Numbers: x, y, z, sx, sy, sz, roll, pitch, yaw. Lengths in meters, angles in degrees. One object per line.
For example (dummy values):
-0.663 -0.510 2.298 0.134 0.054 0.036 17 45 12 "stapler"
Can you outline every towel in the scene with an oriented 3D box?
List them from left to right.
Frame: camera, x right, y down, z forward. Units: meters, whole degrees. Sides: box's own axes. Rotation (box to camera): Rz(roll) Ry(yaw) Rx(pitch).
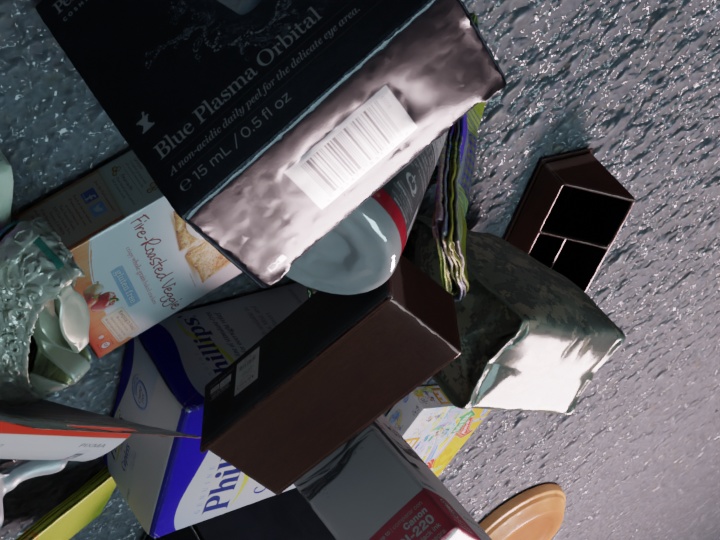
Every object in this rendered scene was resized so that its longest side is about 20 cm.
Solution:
-0.285 0.240 1.155 0.200 0.018 0.086 -38 165 -53 "towel"
0.080 -0.087 1.030 0.023 0.201 0.144 4 157 11 "towel"

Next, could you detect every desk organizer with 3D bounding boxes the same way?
-0.024 0.075 0.973 0.077 0.072 0.200 38 117 -26 "desk organizer"
0.195 -0.019 1.326 0.071 0.077 0.201 -15 142 -34 "desk organizer"

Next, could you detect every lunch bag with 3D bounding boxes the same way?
0.108 0.030 1.184 0.163 0.200 0.118 9 121 -47 "lunch bag"

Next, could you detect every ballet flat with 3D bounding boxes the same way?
-0.214 0.045 0.884 0.071 0.072 0.200 -23 153 -23 "ballet flat"

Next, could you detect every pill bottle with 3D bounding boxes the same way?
0.001 -0.092 0.920 0.111 0.110 0.201 91 17 -53 "pill bottle"

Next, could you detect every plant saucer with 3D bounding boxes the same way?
0.230 0.398 1.951 0.199 0.038 0.201 -26 147 -18 "plant saucer"

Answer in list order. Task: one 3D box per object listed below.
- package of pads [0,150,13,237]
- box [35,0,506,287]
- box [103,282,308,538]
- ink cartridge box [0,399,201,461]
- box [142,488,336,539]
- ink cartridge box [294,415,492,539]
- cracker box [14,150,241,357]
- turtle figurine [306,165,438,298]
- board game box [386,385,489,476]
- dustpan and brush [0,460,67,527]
-0.309 0.007 0.843 0.154 0.068 0.201 -18 143 -31 "package of pads"
-0.056 -0.136 0.790 0.196 0.200 0.117 -40 150 3 "box"
-0.110 0.121 1.167 0.199 0.105 0.185 -14 141 -33 "box"
-0.244 0.124 0.959 0.162 0.199 0.057 12 89 -52 "ink cartridge box"
-0.129 0.317 1.390 0.199 0.124 0.197 -6 135 -42 "box"
0.014 0.183 1.082 0.085 0.200 0.146 -45 148 0 "ink cartridge box"
-0.140 -0.035 0.976 0.199 0.058 0.134 -32 149 -12 "cracker box"
0.000 0.000 1.075 0.149 0.100 0.201 8 100 -44 "turtle figurine"
0.056 0.215 1.531 0.134 0.034 0.200 1 132 -46 "board game box"
-0.324 0.195 1.100 0.199 0.058 0.140 -13 154 -24 "dustpan and brush"
